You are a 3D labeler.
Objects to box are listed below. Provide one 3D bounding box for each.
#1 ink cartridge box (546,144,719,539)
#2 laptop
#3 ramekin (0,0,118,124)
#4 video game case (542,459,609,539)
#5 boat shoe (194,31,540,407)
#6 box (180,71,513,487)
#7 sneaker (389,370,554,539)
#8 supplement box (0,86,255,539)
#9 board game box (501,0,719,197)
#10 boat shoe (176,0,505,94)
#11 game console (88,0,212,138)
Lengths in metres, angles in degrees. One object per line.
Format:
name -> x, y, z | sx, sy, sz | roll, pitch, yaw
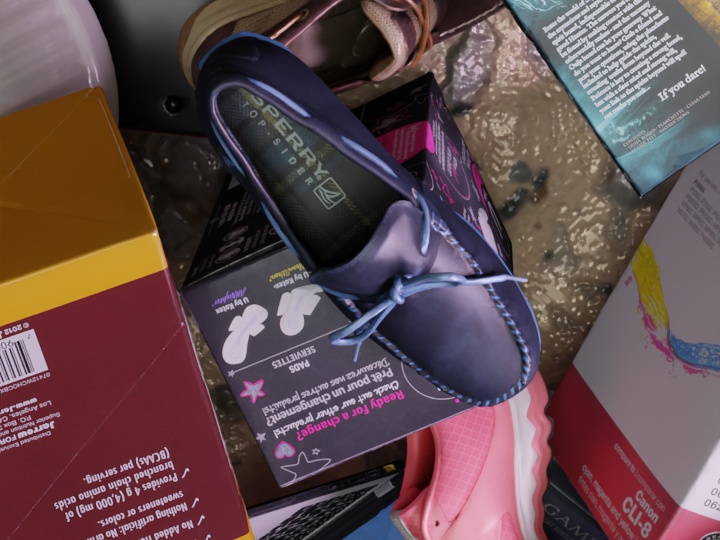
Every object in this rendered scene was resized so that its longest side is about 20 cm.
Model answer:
ink cartridge box -> 0.216, 0.053, 0.996 | 0.144, 0.145, 0.201 | 18, 111, -26
laptop -> -0.026, 0.199, 1.069 | 0.187, 0.199, 0.117 | -40, 70, 39
ramekin -> -0.233, -0.082, 0.982 | 0.198, 0.105, 0.202 | 9, 115, 20
video game case -> 0.096, 0.196, 1.100 | 0.143, 0.019, 0.200 | 39, 132, -10
boat shoe -> -0.004, -0.010, 0.831 | 0.200, 0.069, 0.084 | 41, 106, -9
box -> 0.000, 0.000, 0.978 | 0.131, 0.200, 0.116 | -23, 107, 11
sneaker -> 0.053, 0.142, 0.991 | 0.086, 0.074, 0.202 | -2, 79, -29
supplement box -> -0.172, 0.058, 0.901 | 0.195, 0.133, 0.201 | -19, 127, -8
board game box -> 0.173, -0.145, 0.898 | 0.199, 0.028, 0.136 | -34, 103, 12
boat shoe -> 0.009, -0.122, 0.976 | 0.198, 0.072, 0.073 | -19, 130, -11
game console -> -0.115, -0.159, 1.021 | 0.198, 0.031, 0.179 | 6, 105, 0
